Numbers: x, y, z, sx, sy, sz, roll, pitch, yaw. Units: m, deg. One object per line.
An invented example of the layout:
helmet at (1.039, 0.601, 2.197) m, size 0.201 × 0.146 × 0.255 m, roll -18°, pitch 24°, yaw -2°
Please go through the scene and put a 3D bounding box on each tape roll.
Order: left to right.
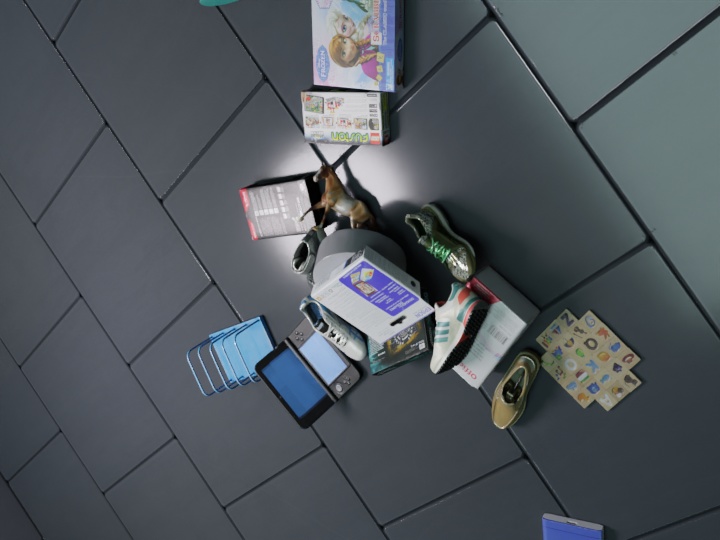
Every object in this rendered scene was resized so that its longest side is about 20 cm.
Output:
tape roll at (0.000, 0.000, 1.713) m, size 0.195 × 0.067 × 0.202 m, roll 7°, pitch 144°, yaw 5°

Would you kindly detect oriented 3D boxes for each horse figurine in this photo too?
horse figurine at (-0.037, -0.123, 1.734) m, size 0.198 × 0.134 × 0.050 m, roll 33°, pitch 168°, yaw 0°

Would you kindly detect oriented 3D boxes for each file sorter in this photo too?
file sorter at (-0.323, 0.223, 2.040) m, size 0.197 × 0.122 × 0.141 m, roll -20°, pitch 97°, yaw 37°

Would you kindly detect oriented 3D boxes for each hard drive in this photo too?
hard drive at (0.465, 0.635, 1.752) m, size 0.129 × 0.025 × 0.205 m, roll 3°, pitch 110°, yaw 32°

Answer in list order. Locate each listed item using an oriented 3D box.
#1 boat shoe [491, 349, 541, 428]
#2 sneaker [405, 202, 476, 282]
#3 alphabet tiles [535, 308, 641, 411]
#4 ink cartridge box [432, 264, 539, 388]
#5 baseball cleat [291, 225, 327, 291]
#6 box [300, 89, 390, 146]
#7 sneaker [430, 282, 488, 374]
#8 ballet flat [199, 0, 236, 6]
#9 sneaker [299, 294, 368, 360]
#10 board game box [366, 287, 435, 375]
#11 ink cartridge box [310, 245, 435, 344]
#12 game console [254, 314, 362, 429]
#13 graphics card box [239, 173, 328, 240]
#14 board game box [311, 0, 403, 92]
boat shoe at (0.310, 0.257, 1.670) m, size 0.071 × 0.076 × 0.204 m, roll 24°, pitch 124°, yaw 20°
sneaker at (0.154, -0.049, 1.615) m, size 0.201 × 0.087 × 0.078 m, roll 54°, pitch 136°, yaw 31°
alphabet tiles at (0.449, 0.177, 1.595) m, size 0.200 × 0.006 × 0.167 m, roll 45°, pitch 126°, yaw 10°
ink cartridge box at (0.249, 0.115, 1.650) m, size 0.147 × 0.085 × 0.202 m, roll 42°, pitch 127°, yaw 14°
baseball cleat at (-0.115, -0.005, 1.800) m, size 0.069 × 0.106 × 0.203 m, roll 23°, pitch 136°, yaw 28°
box at (-0.033, -0.322, 1.691) m, size 0.196 × 0.035 × 0.113 m, roll 9°, pitch 113°, yaw 30°
sneaker at (0.180, 0.113, 1.612) m, size 0.094 × 0.069 × 0.202 m, roll 48°, pitch 131°, yaw 33°
ballet flat at (-0.257, -0.610, 1.714) m, size 0.196 × 0.068 × 0.077 m, roll 3°, pitch 89°, yaw 26°
sneaker at (-0.065, 0.139, 1.872) m, size 0.200 × 0.072 × 0.072 m, roll 44°, pitch 124°, yaw 9°
board game box at (0.083, 0.135, 1.742) m, size 0.199 × 0.028 × 0.138 m, roll -31°, pitch 59°, yaw 48°
ink cartridge box at (0.028, 0.055, 1.674) m, size 0.199 × 0.044 × 0.197 m, roll 36°, pitch 137°, yaw -19°
game console at (-0.125, 0.240, 1.921) m, size 0.201 × 0.118 × 0.171 m, roll 48°, pitch 127°, yaw 6°
graphics card box at (-0.177, -0.144, 1.845) m, size 0.197 × 0.051 × 0.128 m, roll -5°, pitch 106°, yaw 35°
board game box at (-0.007, -0.469, 1.612) m, size 0.196 × 0.041 × 0.205 m, roll 11°, pitch 114°, yaw 29°
